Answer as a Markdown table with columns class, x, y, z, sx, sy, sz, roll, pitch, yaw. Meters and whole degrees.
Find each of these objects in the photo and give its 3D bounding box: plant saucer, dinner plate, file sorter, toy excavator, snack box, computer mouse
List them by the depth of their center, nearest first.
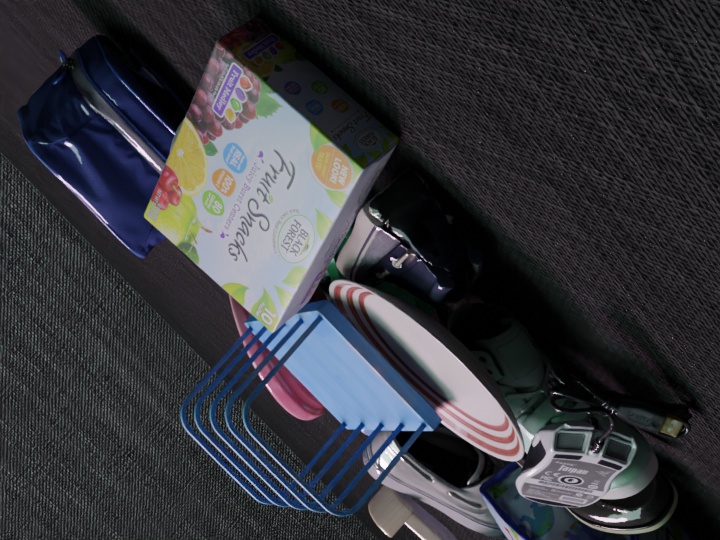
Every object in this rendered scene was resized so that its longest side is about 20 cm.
| class | x | y | z | sx | sy | sz | roll | pitch | yaw |
| --- | --- | --- | --- | --- | --- | --- | --- | --- | --- |
| snack box | -0.070 | -0.067 | 1.281 | 0.142 | 0.053 | 0.201 | 40 | 137 | 9 |
| computer mouse | 0.164 | 0.124 | 1.282 | 0.108 | 0.044 | 0.200 | 11 | 153 | -8 |
| dinner plate | 0.055 | 0.072 | 1.345 | 0.200 | 0.024 | 0.200 | 39 | 165 | 12 |
| file sorter | -0.053 | 0.121 | 1.460 | 0.139 | 0.123 | 0.200 | 46 | 162 | -12 |
| toy excavator | 0.106 | 0.295 | 1.606 | 0.194 | 0.100 | 0.200 | 30 | -162 | -35 |
| plant saucer | -0.072 | 0.058 | 1.848 | 0.201 | 0.050 | 0.201 | 56 | -160 | -33 |

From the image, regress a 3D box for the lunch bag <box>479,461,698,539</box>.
| class | x | y | z | sx | sy | sz | roll | pitch | yaw |
| --- | --- | --- | --- | --- | --- | --- | --- | --- | --- |
| lunch bag | 0.223 | 0.248 | 1.518 | 0.170 | 0.127 | 0.200 | 48 | 179 | -35 |

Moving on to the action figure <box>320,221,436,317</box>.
| class | x | y | z | sx | sy | sz | roll | pitch | yaw |
| --- | --- | --- | --- | --- | --- | --- | --- | --- | --- |
| action figure | 0.000 | 0.000 | 1.474 | 0.055 | 0.118 | 0.201 | 49 | 166 | 31 |

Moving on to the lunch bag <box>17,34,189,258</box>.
| class | x | y | z | sx | sy | sz | roll | pitch | yaw |
| --- | --- | --- | --- | --- | --- | --- | --- | --- | --- |
| lunch bag | -0.226 | -0.131 | 1.657 | 0.200 | 0.132 | 0.136 | 47 | -175 | -29 |

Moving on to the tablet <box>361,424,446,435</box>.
| class | x | y | z | sx | sy | sz | roll | pitch | yaw |
| --- | --- | --- | --- | --- | --- | --- | --- | --- | --- |
| tablet | 0.110 | 0.164 | 1.630 | 0.198 | 0.014 | 0.130 | 24 | 150 | -15 |

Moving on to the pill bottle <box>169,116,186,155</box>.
| class | x | y | z | sx | sy | sz | roll | pitch | yaw |
| --- | --- | --- | --- | --- | --- | --- | --- | --- | --- |
| pill bottle | -0.097 | -0.066 | 1.481 | 0.112 | 0.112 | 0.200 | 40 | 170 | 11 |

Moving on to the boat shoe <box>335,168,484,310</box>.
| class | x | y | z | sx | sy | sz | roll | pitch | yaw |
| --- | --- | --- | --- | --- | --- | --- | --- | --- | --- |
| boat shoe | 0.039 | -0.003 | 1.324 | 0.093 | 0.075 | 0.200 | 48 | 170 | 8 |

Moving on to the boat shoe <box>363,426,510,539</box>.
| class | x | y | z | sx | sy | sz | roll | pitch | yaw |
| --- | --- | --- | --- | --- | --- | --- | --- | --- | --- |
| boat shoe | 0.102 | 0.187 | 1.593 | 0.199 | 0.072 | 0.066 | 27 | 147 | -12 |

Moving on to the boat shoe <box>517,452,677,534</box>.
| class | x | y | z | sx | sy | sz | roll | pitch | yaw |
| --- | --- | --- | --- | --- | --- | --- | --- | --- | --- |
| boat shoe | 0.181 | 0.158 | 1.456 | 0.201 | 0.074 | 0.063 | 30 | 165 | 49 |

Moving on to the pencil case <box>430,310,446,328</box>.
| class | x | y | z | sx | sy | sz | roll | pitch | yaw |
| --- | --- | --- | --- | --- | --- | --- | --- | --- | --- |
| pencil case | 0.068 | 0.105 | 1.642 | 0.200 | 0.082 | 0.087 | 53 | -174 | -47 |

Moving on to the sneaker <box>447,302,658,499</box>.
| class | x | y | z | sx | sy | sz | roll | pitch | yaw |
| --- | --- | --- | --- | --- | --- | --- | --- | --- | --- |
| sneaker | 0.143 | 0.101 | 1.374 | 0.200 | 0.074 | 0.119 | 33 | 163 | 35 |
